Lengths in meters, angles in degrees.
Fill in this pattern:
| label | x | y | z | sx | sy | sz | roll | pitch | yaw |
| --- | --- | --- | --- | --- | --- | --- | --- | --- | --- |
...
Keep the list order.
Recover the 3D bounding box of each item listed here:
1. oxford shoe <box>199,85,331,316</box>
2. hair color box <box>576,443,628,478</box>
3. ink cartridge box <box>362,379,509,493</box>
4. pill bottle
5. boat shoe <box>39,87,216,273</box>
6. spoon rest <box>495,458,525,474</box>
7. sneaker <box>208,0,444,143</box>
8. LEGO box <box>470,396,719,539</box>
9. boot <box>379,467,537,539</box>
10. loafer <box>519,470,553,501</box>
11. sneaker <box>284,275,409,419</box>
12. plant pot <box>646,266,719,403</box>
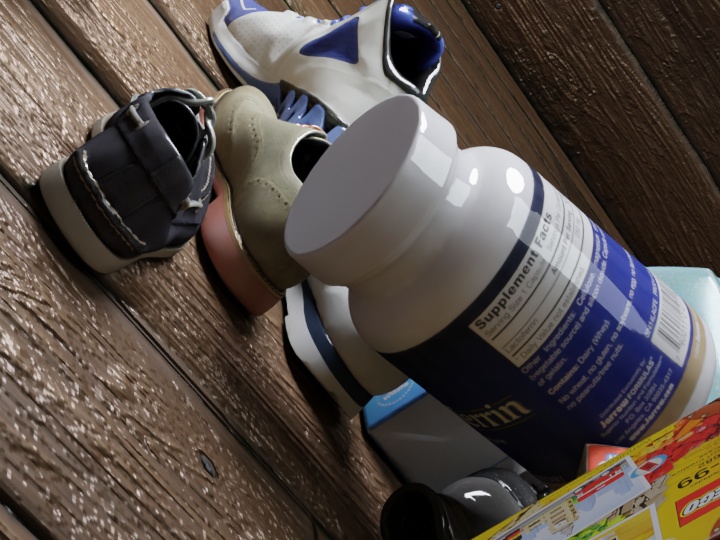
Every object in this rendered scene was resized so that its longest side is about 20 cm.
| label | x | y | z | sx | sy | sz | roll | pitch | yaw |
| --- | --- | --- | --- | --- | --- | --- | --- | --- | --- |
| oxford shoe | -0.042 | -0.051 | 0.976 | 0.071 | 0.074 | 0.200 | 50 | 14 | -32 |
| hair color box | 0.119 | 0.190 | 0.807 | 0.201 | 0.064 | 0.111 | -80 | 176 | -45 |
| ink cartridge box | 0.057 | 0.033 | 1.072 | 0.067 | 0.116 | 0.200 | 51 | 13 | -25 |
| pill bottle | 0.067 | 0.013 | 0.871 | 0.200 | 0.116 | 0.116 | 39 | 18 | -22 |
| boat shoe | -0.086 | -0.048 | 0.822 | 0.073 | 0.063 | 0.200 | 56 | 12 | -6 |
| spoon rest | 0.083 | 0.088 | 1.120 | 0.061 | 0.099 | 0.200 | 39 | 31 | -29 |
| sneaker | -0.009 | -0.130 | 1.154 | 0.081 | 0.115 | 0.199 | 48 | 2 | -41 |
| LEGO box | 0.078 | 0.143 | 0.674 | 0.077 | 0.200 | 0.149 | 57 | 11 | -6 |
| boot | 0.080 | 0.196 | 0.914 | 0.200 | 0.070 | 0.132 | 56 | 19 | 12 |
| loafer | 0.123 | 0.206 | 1.026 | 0.071 | 0.073 | 0.201 | 173 | -103 | -75 |
| sneaker | 0.000 | 0.000 | 1.010 | 0.076 | 0.080 | 0.200 | 47 | 13 | -35 |
| plant pot | 0.190 | 0.114 | 1.203 | 0.196 | 0.200 | 0.196 | 46 | 17 | -43 |
